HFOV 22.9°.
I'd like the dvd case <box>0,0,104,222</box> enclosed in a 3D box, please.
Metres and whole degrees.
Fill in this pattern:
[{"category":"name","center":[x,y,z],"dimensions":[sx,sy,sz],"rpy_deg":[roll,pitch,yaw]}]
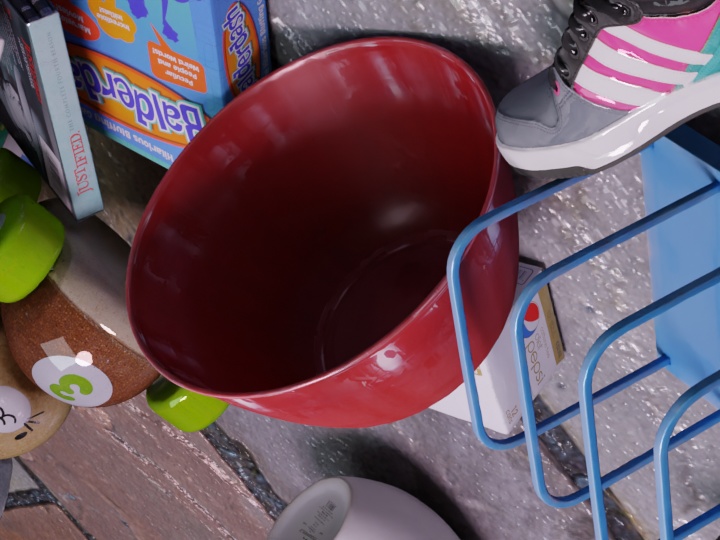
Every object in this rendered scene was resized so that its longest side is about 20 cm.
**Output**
[{"category":"dvd case","center":[-0.204,-0.138,0.979],"dimensions":[0.200,0.022,0.146],"rpy_deg":[51,158,36]}]

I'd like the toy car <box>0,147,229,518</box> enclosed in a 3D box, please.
[{"category":"toy car","center":[-0.200,0.064,1.018],"dimensions":[0.164,0.200,0.158],"rpy_deg":[39,-174,-28]}]

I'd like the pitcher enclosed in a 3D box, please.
[{"category":"pitcher","center":[0.020,0.219,1.163],"dimensions":[0.200,0.121,0.172],"rpy_deg":[44,166,-24]}]

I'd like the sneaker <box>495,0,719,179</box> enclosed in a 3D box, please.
[{"category":"sneaker","center":[0.098,-0.111,0.685],"dimensions":[0.121,0.084,0.200],"rpy_deg":[47,141,-18]}]

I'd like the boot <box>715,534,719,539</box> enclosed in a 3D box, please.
[{"category":"boot","center":[0.233,0.184,0.851],"dimensions":[0.200,0.132,0.070],"rpy_deg":[2,130,47]}]

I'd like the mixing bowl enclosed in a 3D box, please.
[{"category":"mixing bowl","center":[0.000,0.000,0.852],"dimensions":[0.200,0.200,0.108],"rpy_deg":[10,153,41]}]

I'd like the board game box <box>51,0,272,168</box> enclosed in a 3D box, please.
[{"category":"board game box","center":[-0.118,-0.143,0.925],"dimensions":[0.152,0.045,0.200],"rpy_deg":[27,146,24]}]

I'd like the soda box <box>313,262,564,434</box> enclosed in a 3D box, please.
[{"category":"soda box","center":[0.008,0.019,0.966],"dimensions":[0.200,0.064,0.068],"rpy_deg":[17,142,36]}]

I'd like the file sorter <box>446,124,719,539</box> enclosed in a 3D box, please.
[{"category":"file sorter","center":[0.141,0.055,0.720],"dimensions":[0.200,0.123,0.139],"rpy_deg":[41,152,47]}]

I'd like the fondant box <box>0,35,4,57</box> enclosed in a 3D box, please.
[{"category":"fondant box","center":[-0.279,-0.051,0.900],"dimensions":[0.200,0.144,0.058],"rpy_deg":[-69,28,21]}]

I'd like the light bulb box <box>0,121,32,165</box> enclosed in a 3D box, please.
[{"category":"light bulb box","center":[-0.326,-0.031,1.112],"dimensions":[0.200,0.199,0.125],"rpy_deg":[9,163,45]}]
